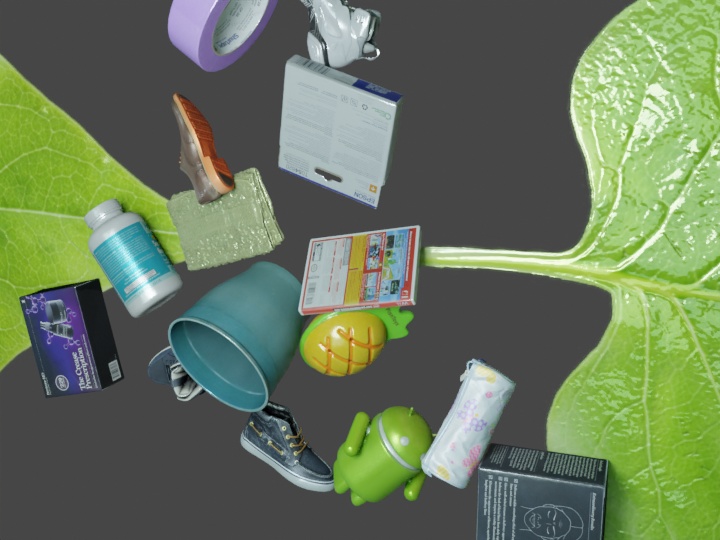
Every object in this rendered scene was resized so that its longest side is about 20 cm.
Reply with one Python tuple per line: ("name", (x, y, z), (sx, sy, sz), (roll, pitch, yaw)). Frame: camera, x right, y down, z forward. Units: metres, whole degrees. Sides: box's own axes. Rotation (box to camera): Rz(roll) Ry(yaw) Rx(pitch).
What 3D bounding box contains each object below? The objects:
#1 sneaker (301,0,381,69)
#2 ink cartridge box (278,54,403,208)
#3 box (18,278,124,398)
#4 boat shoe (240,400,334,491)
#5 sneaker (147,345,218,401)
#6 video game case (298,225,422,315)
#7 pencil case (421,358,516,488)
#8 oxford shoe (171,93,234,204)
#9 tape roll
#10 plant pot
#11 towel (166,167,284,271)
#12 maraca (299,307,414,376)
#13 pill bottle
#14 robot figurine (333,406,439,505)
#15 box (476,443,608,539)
("sneaker", (-0.032, -0.416, 1.328), (0.113, 0.075, 0.203), (-5, 105, 19))
("ink cartridge box", (-0.037, -0.222, 1.371), (0.197, 0.041, 0.202), (24, 133, 13))
("box", (-0.552, 0.130, 1.622), (0.139, 0.079, 0.203), (-10, 98, 23))
("boat shoe", (-0.121, 0.310, 1.509), (0.198, 0.071, 0.092), (26, 113, 15))
("sneaker", (-0.325, 0.182, 1.517), (0.199, 0.146, 0.078), (-13, 99, 22))
("video game case", (0.000, 0.000, 1.382), (0.197, 0.018, 0.145), (-6, 55, 21))
("pencil case", (0.172, 0.244, 1.354), (0.083, 0.090, 0.202), (25, 89, 50))
("oxford shoe", (-0.288, -0.208, 1.446), (0.072, 0.071, 0.202), (-31, 73, 20))
("tape roll", (-0.208, -0.412, 1.320), (0.065, 0.200, 0.201), (38, 111, 9))
("plant pot", (-0.183, 0.094, 1.406), (0.198, 0.188, 0.202), (23, 140, 20))
("towel", (-0.238, -0.085, 1.488), (0.197, 0.036, 0.151), (-16, 96, 21))
("maraca", (-0.008, 0.105, 1.409), (0.198, 0.108, 0.138), (-28, 133, 10))
("pill bottle", (-0.412, -0.025, 1.521), (0.110, 0.111, 0.202), (-33, 90, 22))
("robot figurine", (0.041, 0.309, 1.429), (0.200, 0.116, 0.175), (-41, 113, 20))
("box", (0.291, 0.378, 1.361), (0.197, 0.107, 0.151), (5, 103, 19))
